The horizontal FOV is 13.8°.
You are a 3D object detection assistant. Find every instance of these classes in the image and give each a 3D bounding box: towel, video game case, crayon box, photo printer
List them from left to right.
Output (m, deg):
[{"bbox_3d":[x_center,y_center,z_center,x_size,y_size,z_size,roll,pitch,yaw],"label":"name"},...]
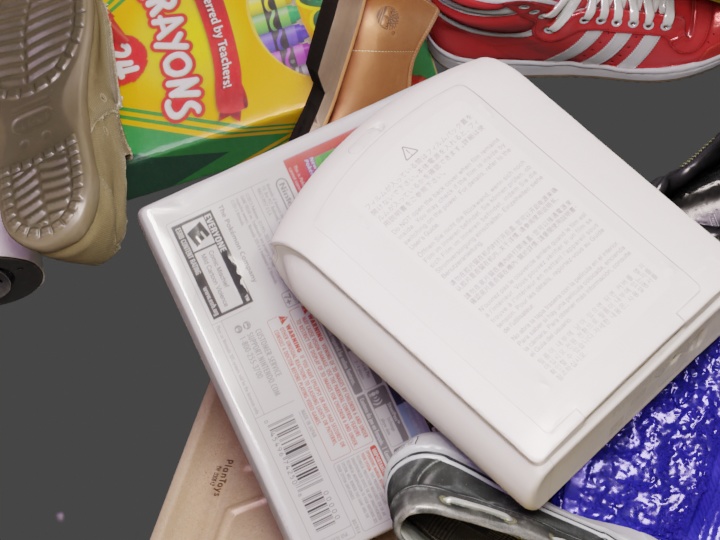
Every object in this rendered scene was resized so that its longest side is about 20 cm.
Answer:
[{"bbox_3d":[-0.064,-0.130,1.683,0.199,0.051,0.128,-18,68,2],"label":"crayon box"},{"bbox_3d":[0.008,0.024,1.516,0.181,0.023,0.201,-25,88,-14],"label":"video game case"},{"bbox_3d":[0.067,-0.002,1.459,0.200,0.070,0.166,41,69,19],"label":"photo printer"},{"bbox_3d":[0.203,0.103,1.500,0.199,0.050,0.149,20,89,-3],"label":"towel"}]

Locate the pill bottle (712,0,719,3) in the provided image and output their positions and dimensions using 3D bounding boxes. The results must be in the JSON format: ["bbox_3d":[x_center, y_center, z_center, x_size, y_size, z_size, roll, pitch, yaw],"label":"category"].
[{"bbox_3d":[0.229,-0.189,1.589,0.199,0.111,0.112,18,72,-16],"label":"pill bottle"}]

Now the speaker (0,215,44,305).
[{"bbox_3d":[-0.227,-0.081,1.677,0.081,0.081,0.201,-11,69,6],"label":"speaker"}]

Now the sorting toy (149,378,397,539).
[{"bbox_3d":[0.000,0.120,1.559,0.199,0.037,0.186,6,53,19],"label":"sorting toy"}]

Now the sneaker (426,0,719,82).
[{"bbox_3d":[0.130,-0.157,1.625,0.198,0.113,0.072,-5,66,5],"label":"sneaker"}]

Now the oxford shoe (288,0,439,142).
[{"bbox_3d":[-0.006,-0.060,1.613,0.071,0.071,0.201,14,107,-13],"label":"oxford shoe"}]

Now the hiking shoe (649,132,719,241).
[{"bbox_3d":[0.236,-0.048,1.575,0.199,0.101,0.076,-24,69,0],"label":"hiking shoe"}]

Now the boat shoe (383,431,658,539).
[{"bbox_3d":[0.093,0.157,1.456,0.199,0.072,0.071,28,33,-10],"label":"boat shoe"}]

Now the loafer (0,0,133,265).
[{"bbox_3d":[-0.167,-0.083,1.627,0.076,0.068,0.201,-14,54,15],"label":"loafer"}]
